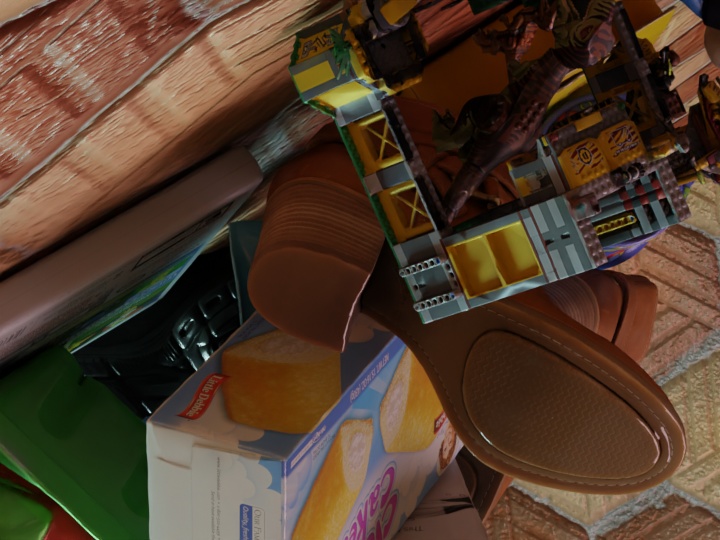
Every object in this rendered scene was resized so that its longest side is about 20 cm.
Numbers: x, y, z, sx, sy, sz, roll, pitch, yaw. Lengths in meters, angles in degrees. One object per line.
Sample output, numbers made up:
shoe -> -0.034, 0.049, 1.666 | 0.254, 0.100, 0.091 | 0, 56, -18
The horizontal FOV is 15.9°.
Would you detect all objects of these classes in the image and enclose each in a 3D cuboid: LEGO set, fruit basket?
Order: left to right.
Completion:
fruit basket -> -0.196, 0.146, 1.152 | 0.216, 0.156, 0.216 | -44, -171, 9
LEGO set -> 0.085, -0.070, 0.982 | 0.200, 0.154, 0.116 | -15, 177, -41

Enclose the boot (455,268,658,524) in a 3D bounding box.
boot -> 0.084, 0.084, 1.387 | 0.200, 0.074, 0.155 | -55, 160, 22

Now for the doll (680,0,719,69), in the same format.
doll -> 0.204, -0.152, 1.280 | 0.136, 0.048, 0.200 | 5, 161, -2

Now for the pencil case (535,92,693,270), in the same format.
pencil case -> 0.127, -0.043, 1.341 | 0.087, 0.078, 0.200 | -4, 176, 2

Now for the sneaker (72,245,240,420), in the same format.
sneaker -> -0.103, 0.041, 1.323 | 0.200, 0.076, 0.091 | -23, -156, 16

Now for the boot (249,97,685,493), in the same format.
boot -> 0.057, 0.000, 1.093 | 0.074, 0.200, 0.155 | -57, -176, 32

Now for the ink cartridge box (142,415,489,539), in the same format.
ink cartridge box -> -0.019, 0.143, 1.217 | 0.145, 0.084, 0.200 | -7, -151, -8

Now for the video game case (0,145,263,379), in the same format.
video game case -> -0.150, 0.025, 1.157 | 0.200, 0.022, 0.182 | -32, 175, -26

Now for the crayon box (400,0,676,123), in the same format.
crayon box -> 0.083, -0.097, 1.299 | 0.127, 0.051, 0.200 | -33, 176, -6

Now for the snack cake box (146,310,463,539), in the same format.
snack cake box -> -0.018, 0.073, 1.137 | 0.200, 0.067, 0.115 | -47, 144, -52

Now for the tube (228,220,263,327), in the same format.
tube -> 0.000, 0.000, 1.260 | 0.050, 0.077, 0.200 | -4, -173, 37
